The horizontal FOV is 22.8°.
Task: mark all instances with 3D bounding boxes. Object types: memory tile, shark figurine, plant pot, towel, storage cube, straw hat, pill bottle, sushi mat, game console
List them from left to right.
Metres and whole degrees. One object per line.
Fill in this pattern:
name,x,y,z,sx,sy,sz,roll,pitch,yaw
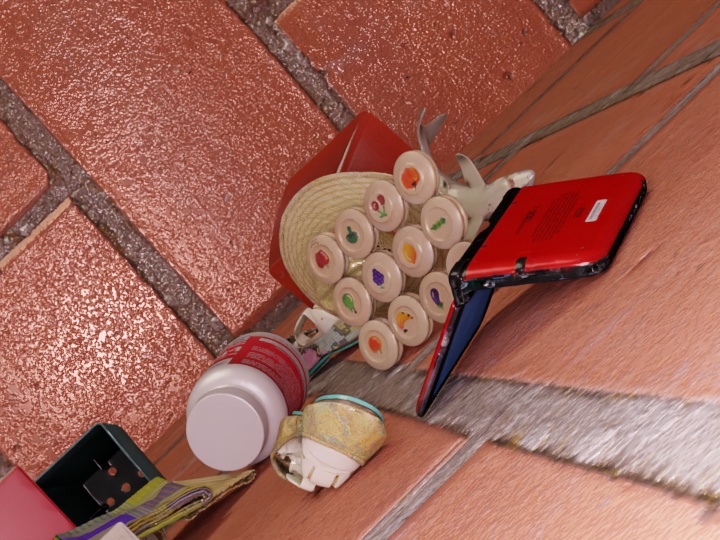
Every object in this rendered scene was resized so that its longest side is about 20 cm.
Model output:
storage cube,-0.388,0.345,1.953,0.200,0.180,0.171,-45,5,-24
plant pot,-0.313,0.283,2.236,0.141,0.141,0.200,-42,-4,1
towel,-0.235,0.252,1.825,0.143,0.023,0.200,-28,6,-19
sushi mat,-0.191,0.244,1.892,0.095,0.012,0.199,-28,6,-32
pill bottle,-0.125,0.145,1.940,0.112,0.112,0.200,-42,4,15
plant pot,-0.003,-0.042,2.282,0.200,0.199,0.177,-39,16,45
straw hat,0.000,0.000,1.798,0.201,0.201,0.085,-40,16,34
memory tile,0.035,-0.006,1.689,0.017,0.154,0.200,-19,-16,-47
shark figurine,0.130,-0.098,2.094,0.089,0.214,0.129,4,-66,-40
game console,0.135,0.016,1.382,0.171,0.120,0.200,-7,19,21

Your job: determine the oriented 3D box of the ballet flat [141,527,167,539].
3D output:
ballet flat,-0.248,0.305,1.836,0.062,0.068,0.200,-28,9,15

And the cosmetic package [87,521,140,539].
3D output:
cosmetic package,-0.250,0.307,1.626,0.103,0.087,0.200,-46,6,-27

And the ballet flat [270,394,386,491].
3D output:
ballet flat,-0.029,0.142,1.413,0.071,0.071,0.200,-44,4,-17

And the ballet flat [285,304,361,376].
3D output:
ballet flat,-0.040,0.071,2.180,0.069,0.071,0.200,-44,4,-35
